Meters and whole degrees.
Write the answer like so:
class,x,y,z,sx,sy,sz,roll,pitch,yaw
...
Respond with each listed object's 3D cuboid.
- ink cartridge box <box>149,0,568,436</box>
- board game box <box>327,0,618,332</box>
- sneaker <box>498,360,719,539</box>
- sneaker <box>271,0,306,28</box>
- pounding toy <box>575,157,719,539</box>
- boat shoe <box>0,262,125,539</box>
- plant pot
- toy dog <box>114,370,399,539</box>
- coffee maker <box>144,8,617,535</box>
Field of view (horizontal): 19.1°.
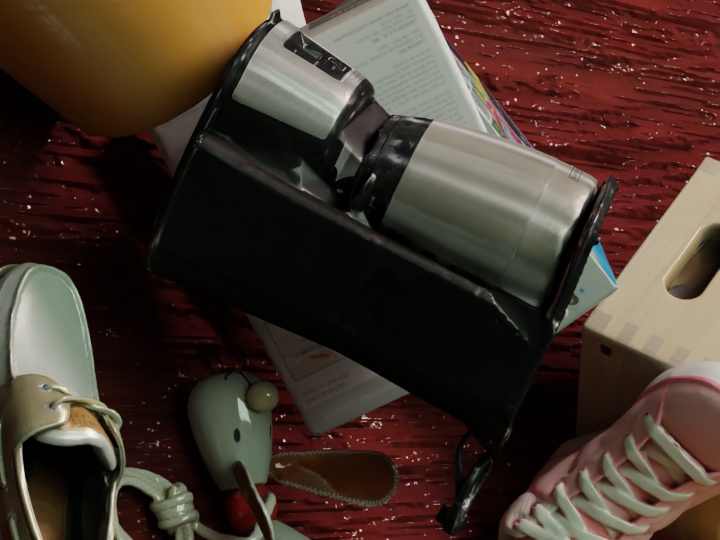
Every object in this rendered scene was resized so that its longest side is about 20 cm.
class,x,y,z,sx,sy,sz,roll,pitch,yaw
ink cartridge box,0.000,-0.034,1.148,0.201,0.159,0.047,63,5,-16
board game box,0.058,-0.069,1.242,0.200,0.064,0.148,51,10,-16
sneaker,0.146,0.126,1.183,0.075,0.200,0.105,46,55,-4
sneaker,-0.076,-0.133,1.195,0.081,0.074,0.201,-9,80,-17
pounding toy,0.204,0.039,1.303,0.200,0.142,0.185,-50,153,-33
boat shoe,-0.141,0.084,0.993,0.075,0.068,0.201,17,58,-41
plant pot,-0.142,-0.172,1.054,0.184,0.199,0.201,54,38,-36
toy dog,-0.023,0.141,1.059,0.200,0.096,0.132,55,40,-4
coffee maker,0.000,0.000,1.047,0.199,0.135,0.193,25,83,5
